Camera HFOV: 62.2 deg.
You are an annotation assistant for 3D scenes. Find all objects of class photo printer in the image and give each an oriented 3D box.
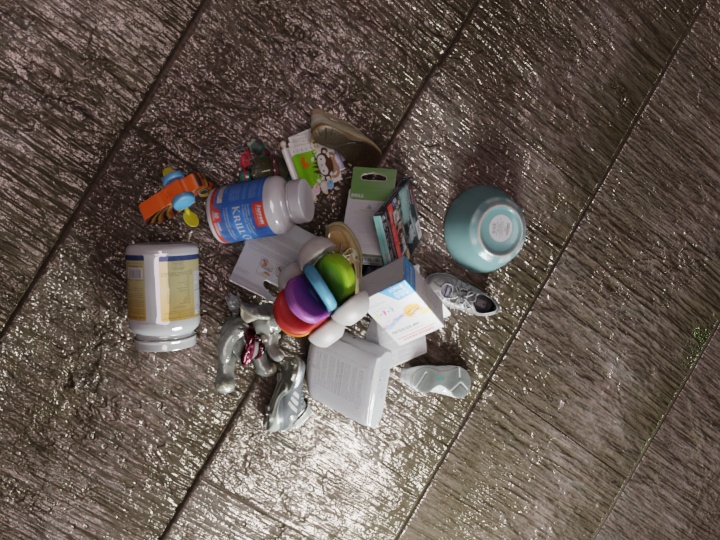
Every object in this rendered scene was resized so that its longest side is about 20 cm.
[{"bbox_3d":[-0.034,0.217,1.275,0.069,0.196,0.173,-10,112,-53],"label":"photo printer"}]

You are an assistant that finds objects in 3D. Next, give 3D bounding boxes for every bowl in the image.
[{"bbox_3d":[0.298,-0.092,1.363,0.193,0.105,0.209,-1,96,-12],"label":"bowl"}]

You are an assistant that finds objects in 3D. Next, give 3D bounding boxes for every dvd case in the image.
[{"bbox_3d":[0.083,-0.092,1.265,0.021,0.201,0.150,-1,120,26],"label":"dvd case"}]

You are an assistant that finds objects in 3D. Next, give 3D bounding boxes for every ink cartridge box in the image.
[{"bbox_3d":[-0.161,-0.011,1.265,0.196,0.043,0.178,27,69,-14],"label":"ink cartridge box"},{"bbox_3d":[0.096,0.077,1.217,0.113,0.069,0.200,-25,128,25],"label":"ink cartridge box"},{"bbox_3d":[0.021,-0.117,1.287,0.100,0.060,0.207,5,69,11],"label":"ink cartridge box"},{"bbox_3d":[0.076,0.101,1.319,0.158,0.049,0.208,-12,96,-44],"label":"ink cartridge box"}]

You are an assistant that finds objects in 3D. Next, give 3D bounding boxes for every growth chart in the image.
[{"bbox_3d":[-0.088,-0.237,1.258,0.199,0.017,0.148,-42,109,-43],"label":"growth chart"}]

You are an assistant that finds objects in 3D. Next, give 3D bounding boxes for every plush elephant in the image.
[{"bbox_3d":[-0.207,0.133,1.227,0.162,0.152,0.208,0,78,-52],"label":"plush elephant"}]

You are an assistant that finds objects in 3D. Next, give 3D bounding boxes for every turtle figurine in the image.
[{"bbox_3d":[-0.186,-0.200,1.248,0.193,0.100,0.155,-9,102,-20],"label":"turtle figurine"}]

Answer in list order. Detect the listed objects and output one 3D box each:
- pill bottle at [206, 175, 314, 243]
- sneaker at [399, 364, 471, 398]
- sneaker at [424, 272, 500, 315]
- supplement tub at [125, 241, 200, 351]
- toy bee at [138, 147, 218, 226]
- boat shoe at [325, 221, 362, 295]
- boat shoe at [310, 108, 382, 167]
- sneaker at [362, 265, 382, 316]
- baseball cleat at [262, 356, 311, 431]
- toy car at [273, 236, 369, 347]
[{"bbox_3d":[-0.194,-0.123,1.174,0.193,0.112,0.116,-9,97,18],"label":"pill bottle"},{"bbox_3d":[0.176,0.248,1.383,0.195,0.079,0.073,15,83,-33],"label":"sneaker"},{"bbox_3d":[0.234,0.054,1.363,0.194,0.082,0.077,15,87,-19],"label":"sneaker"},{"bbox_3d":[-0.393,0.048,1.193,0.139,0.144,0.208,-1,95,-12],"label":"supplement tub"},{"bbox_3d":[-0.346,-0.154,1.216,0.194,0.108,0.136,-11,83,19],"label":"toy bee"},{"bbox_3d":[-0.030,0.003,1.214,0.071,0.063,0.206,-9,110,18],"label":"boat shoe"},{"bbox_3d":[-0.029,-0.283,1.270,0.196,0.072,0.067,18,47,-42],"label":"boat shoe"},{"bbox_3d":[0.000,0.001,1.314,0.141,0.077,0.210,3,95,-16],"label":"sneaker"},{"bbox_3d":[-0.142,0.266,1.290,0.104,0.071,0.203,10,124,-32],"label":"baseball cleat"},{"bbox_3d":[-0.093,0.052,1.132,0.148,0.200,0.177,-24,76,-49],"label":"toy car"}]
